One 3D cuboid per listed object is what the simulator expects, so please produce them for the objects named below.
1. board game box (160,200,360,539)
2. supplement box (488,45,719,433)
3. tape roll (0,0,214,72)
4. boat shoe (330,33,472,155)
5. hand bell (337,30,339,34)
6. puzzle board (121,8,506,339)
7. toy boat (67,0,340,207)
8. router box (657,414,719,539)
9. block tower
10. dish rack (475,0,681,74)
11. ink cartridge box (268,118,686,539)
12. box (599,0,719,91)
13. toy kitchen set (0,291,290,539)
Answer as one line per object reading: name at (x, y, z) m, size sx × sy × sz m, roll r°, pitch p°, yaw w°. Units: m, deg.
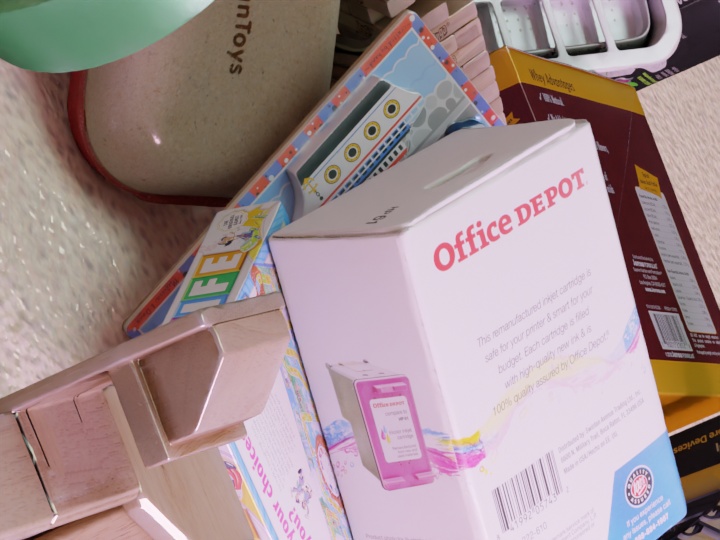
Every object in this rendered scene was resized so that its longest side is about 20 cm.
board game box at (-0.032, 0.089, 1.274) m, size 0.135 × 0.034 × 0.201 m, roll -68°, pitch 142°, yaw -52°
supplement box at (0.097, 0.002, 1.602) m, size 0.197 × 0.132 × 0.201 m, roll 6°, pitch 61°, yaw -64°
tape roll at (-0.107, -0.182, 1.245) m, size 0.048 × 0.200 × 0.201 m, roll 44°, pitch 30°, yaw -41°
boat shoe at (-0.017, -0.075, 1.437) m, size 0.072 × 0.068 × 0.200 m, roll 51°, pitch -19°, yaw -10°
hand bell at (0.037, -0.172, 1.559) m, size 0.104 × 0.199 × 0.104 m, roll 49°, pitch 27°, yaw -35°
puzzle board at (0.000, 0.000, 1.344) m, size 0.151 × 0.200 × 0.017 m, roll 48°, pitch -12°, yaw -35°
toy boat at (-0.087, -0.135, 1.360) m, size 0.130 × 0.131 × 0.201 m, roll 3°, pitch 97°, yaw -35°
router box at (0.166, 0.167, 1.497) m, size 0.052 × 0.199 × 0.158 m, roll 44°, pitch 29°, yaw -41°
block tower at (0.020, -0.138, 1.439) m, size 0.054 × 0.058 × 0.201 m, roll 29°, pitch -35°, yaw 44°
dish rack at (0.087, -0.200, 1.666) m, size 0.171 × 0.044 × 0.201 m, roll -8°, pitch 77°, yaw -25°
ink cartridge box at (0.056, 0.047, 1.293) m, size 0.144 × 0.084 × 0.201 m, roll -30°, pitch 112°, yaw -44°
box at (0.132, -0.186, 1.776) m, size 0.124 × 0.199 × 0.149 m, roll 26°, pitch 43°, yaw -69°
toy kitchen set at (-0.073, 0.121, 1.055) m, size 0.181 × 0.163 × 0.200 m, roll 67°, pitch 22°, yaw 5°
